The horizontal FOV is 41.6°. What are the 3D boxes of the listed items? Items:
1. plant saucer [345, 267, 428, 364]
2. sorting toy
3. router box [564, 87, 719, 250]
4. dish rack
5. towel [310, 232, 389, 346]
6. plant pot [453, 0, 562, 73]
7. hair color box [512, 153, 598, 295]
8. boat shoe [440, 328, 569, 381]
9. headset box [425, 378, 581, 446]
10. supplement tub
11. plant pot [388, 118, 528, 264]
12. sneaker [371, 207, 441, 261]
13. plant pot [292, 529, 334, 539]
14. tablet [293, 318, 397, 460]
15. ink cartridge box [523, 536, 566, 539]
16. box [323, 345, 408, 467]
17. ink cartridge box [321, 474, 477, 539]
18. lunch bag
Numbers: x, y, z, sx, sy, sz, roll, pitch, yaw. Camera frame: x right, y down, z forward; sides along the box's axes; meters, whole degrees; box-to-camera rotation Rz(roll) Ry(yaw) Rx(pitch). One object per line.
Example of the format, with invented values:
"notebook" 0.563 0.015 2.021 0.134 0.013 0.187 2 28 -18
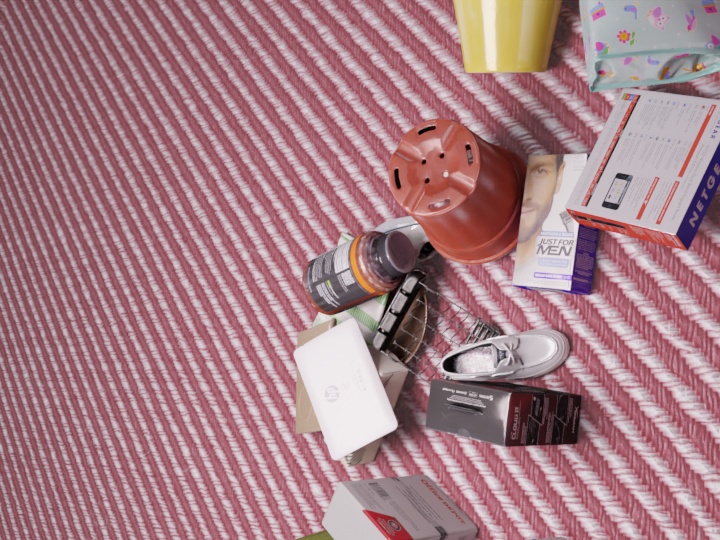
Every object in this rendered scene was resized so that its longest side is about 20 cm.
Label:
"plant saucer" 0.053 0.073 1.654 0.199 0.036 0.204 -4 84 46
"sorting toy" -0.074 0.192 1.681 0.200 0.036 0.188 149 124 -66
"router box" 0.400 -0.143 1.292 0.178 0.049 0.202 21 80 46
"dish rack" 0.126 0.110 1.540 0.199 0.054 0.155 32 104 13
"towel" -0.014 0.052 1.683 0.152 0.023 0.203 33 111 41
"plant pot" 0.229 -0.405 1.472 0.199 0.199 0.192 11 106 46
"hair color box" 0.297 -0.069 1.418 0.108 0.064 0.203 4 84 46
"boat shoe" 0.215 0.129 1.436 0.197 0.068 0.073 -7 82 28
"headset box" 0.201 0.204 1.368 0.148 0.198 0.079 4 85 46
"supplement tub" 0.000 0.000 1.581 0.199 0.106 0.109 -23 66 42
"plant pot" 0.146 -0.129 1.452 0.198 0.195 0.204 -7 75 26
"sneaker" 0.090 -0.052 1.620 0.198 0.072 0.072 -18 65 42
"plant pot" -0.046 0.507 1.574 0.198 0.188 0.203 -11 74 45
"tablet" -0.027 0.194 1.560 0.129 0.014 0.202 -30 67 16
"ink cartridge box" 0.277 0.482 1.276 0.199 0.146 0.148 33 106 44
"box" 0.008 0.233 1.628 0.082 0.068 0.202 39 123 39
"ink cartridge box" 0.063 0.398 1.476 0.144 0.198 0.085 40 114 42
"lunch bag" 0.410 -0.350 1.309 0.197 0.122 0.173 -6 74 7
